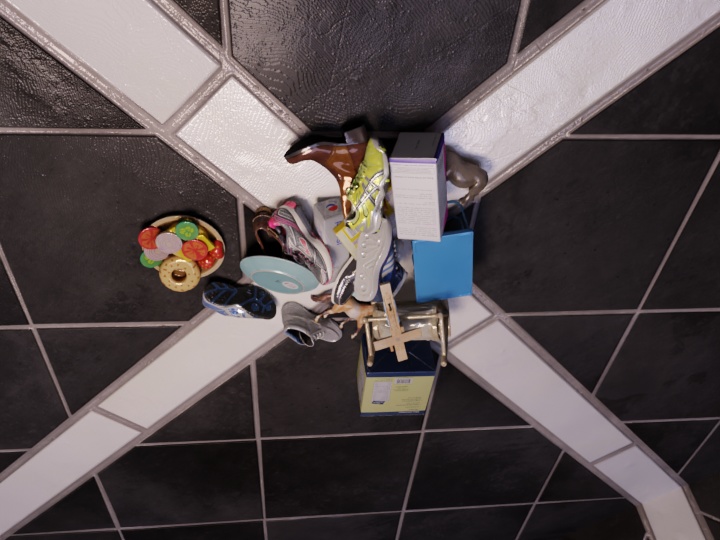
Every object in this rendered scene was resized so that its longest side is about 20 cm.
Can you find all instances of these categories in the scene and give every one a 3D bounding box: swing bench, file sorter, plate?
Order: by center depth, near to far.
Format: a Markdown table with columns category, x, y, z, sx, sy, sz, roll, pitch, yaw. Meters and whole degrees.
| category | x | y | z | sx | sy | sz | roll | pitch | yaw |
| --- | --- | --- | --- | --- | --- | --- | --- | --- | --- |
| file sorter | 0.185 | -0.045 | 1.518 | 0.135 | 0.125 | 0.203 | -9 | 135 | 0 |
| plate | -0.195 | 0.019 | 1.536 | 0.194 | 0.026 | 0.201 | 10 | 156 | 4 |
| swing bench | 0.119 | 0.137 | 1.588 | 0.193 | 0.200 | 0.134 | -3 | 106 | 12 |

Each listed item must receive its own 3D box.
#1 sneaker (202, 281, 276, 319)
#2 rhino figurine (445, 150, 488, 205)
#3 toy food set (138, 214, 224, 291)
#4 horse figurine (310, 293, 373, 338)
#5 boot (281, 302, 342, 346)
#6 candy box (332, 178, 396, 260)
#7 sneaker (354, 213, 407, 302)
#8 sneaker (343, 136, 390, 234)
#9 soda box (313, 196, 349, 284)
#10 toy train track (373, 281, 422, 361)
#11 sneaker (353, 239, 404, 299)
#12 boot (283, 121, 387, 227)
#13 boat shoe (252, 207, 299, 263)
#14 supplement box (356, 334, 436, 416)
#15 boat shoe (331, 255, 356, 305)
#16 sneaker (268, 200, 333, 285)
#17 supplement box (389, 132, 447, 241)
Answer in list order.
| category | x | y | z | sx | sy | sz | roll | pitch | yaw |
| --- | --- | --- | --- | --- | --- | --- | --- | --- | --- |
| sneaker | -0.305 | 0.080 | 1.621 | 0.196 | 0.078 | 0.077 | 19 | 151 | -24 |
| rhino figurine | 0.192 | -0.216 | 1.400 | 0.196 | 0.061 | 0.088 | 24 | 129 | -19 |
| toy food set | -0.413 | -0.046 | 1.489 | 0.196 | 0.049 | 0.199 | -25 | 132 | 17 |
| horse figurine | -0.036 | 0.106 | 1.684 | 0.198 | 0.051 | 0.132 | 30 | 124 | -31 |
| boot | -0.128 | 0.166 | 1.696 | 0.197 | 0.097 | 0.073 | 28 | 125 | -30 |
| candy box | 0.038 | -0.121 | 1.445 | 0.199 | 0.027 | 0.102 | -40 | 136 | 1 |
| sneaker | 0.058 | -0.028 | 1.467 | 0.145 | 0.079 | 0.206 | -3 | 107 | -55 |
| sneaker | 0.012 | -0.169 | 1.307 | 0.074 | 0.076 | 0.205 | 0 | 114 | -16 |
| soda box | -0.067 | -0.066 | 1.493 | 0.067 | 0.064 | 0.203 | -18 | 137 | -21 |
| toy train track | 0.073 | 0.112 | 1.456 | 0.112 | 0.033 | 0.204 | -16 | 117 | -2 |
| sneaker | 0.026 | -0.007 | 1.569 | 0.081 | 0.075 | 0.201 | 28 | 120 | -25 |
| boot | -0.051 | -0.190 | 1.360 | 0.184 | 0.069 | 0.204 | -19 | 118 | -6 |
| boat shoe | -0.198 | -0.051 | 1.499 | 0.069 | 0.071 | 0.202 | -18 | 135 | 12 |
| supplement box | 0.095 | 0.297 | 1.824 | 0.194 | 0.136 | 0.203 | 0 | 134 | -8 |
| boat shoe | 0.000 | 0.000 | 1.518 | 0.203 | 0.060 | 0.074 | -59 | 156 | 2 |
| sneaker | -0.133 | -0.051 | 1.447 | 0.202 | 0.074 | 0.080 | 56 | 148 | -8 |
| supplement box | 0.126 | -0.173 | 1.346 | 0.100 | 0.102 | 0.204 | 4 | 131 | 17 |
